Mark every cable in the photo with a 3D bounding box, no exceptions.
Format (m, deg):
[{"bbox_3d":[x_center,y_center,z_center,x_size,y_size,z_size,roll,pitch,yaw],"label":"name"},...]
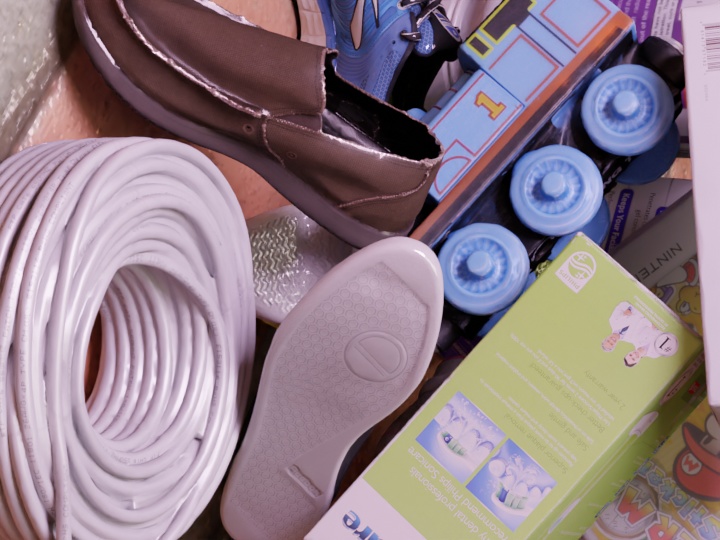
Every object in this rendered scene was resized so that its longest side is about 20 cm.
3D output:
[{"bbox_3d":[-0.118,0.038,1.200,0.200,0.069,0.200,-41,128,-52],"label":"cable"}]

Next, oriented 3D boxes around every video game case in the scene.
[{"bbox_3d":[0.181,0.078,1.412,0.200,0.182,0.023,54,-5,-2],"label":"video game case"}]

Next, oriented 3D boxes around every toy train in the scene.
[{"bbox_3d":[0.075,-0.055,1.324,0.200,0.114,0.087,-47,164,-4],"label":"toy train"}]

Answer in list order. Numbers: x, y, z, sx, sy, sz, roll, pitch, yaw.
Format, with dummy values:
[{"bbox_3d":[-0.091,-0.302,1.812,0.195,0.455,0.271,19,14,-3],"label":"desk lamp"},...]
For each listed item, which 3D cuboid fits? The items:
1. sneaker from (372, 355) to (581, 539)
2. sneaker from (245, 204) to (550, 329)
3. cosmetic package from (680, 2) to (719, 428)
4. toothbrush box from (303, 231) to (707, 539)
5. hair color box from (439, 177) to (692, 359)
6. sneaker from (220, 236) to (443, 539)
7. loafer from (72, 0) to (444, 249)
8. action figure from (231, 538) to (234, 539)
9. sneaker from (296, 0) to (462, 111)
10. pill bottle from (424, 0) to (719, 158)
[{"bbox_3d":[0.071,0.151,1.436,0.088,0.081,0.200,-31,86,-30],"label":"sneaker"},{"bbox_3d":[0.000,0.000,1.405,0.200,0.105,0.076,2,89,-30],"label":"sneaker"},{"bbox_3d":[0.194,-0.011,1.294,0.151,0.052,0.201,57,29,-68],"label":"cosmetic package"},{"bbox_3d":[0.082,0.089,1.312,0.200,0.086,0.146,-50,166,4],"label":"toothbrush box"},{"bbox_3d":[0.142,0.004,1.513,0.065,0.200,0.110,47,55,-53],"label":"hair color box"},{"bbox_3d":[-0.011,0.038,1.277,0.099,0.071,0.200,-75,-170,-52],"label":"sneaker"},{"bbox_3d":[-0.041,-0.090,1.235,0.200,0.071,0.073,32,37,-20],"label":"loafer"},{"bbox_3d":[-0.058,0.167,1.349,0.065,0.052,0.200,54,51,-55],"label":"action figure"},{"bbox_3d":[0.015,-0.141,1.383,0.078,0.089,0.201,-18,110,-59],"label":"sneaker"},{"bbox_3d":[0.133,-0.121,1.480,0.111,0.200,0.112,-15,108,-59],"label":"pill bottle"}]
